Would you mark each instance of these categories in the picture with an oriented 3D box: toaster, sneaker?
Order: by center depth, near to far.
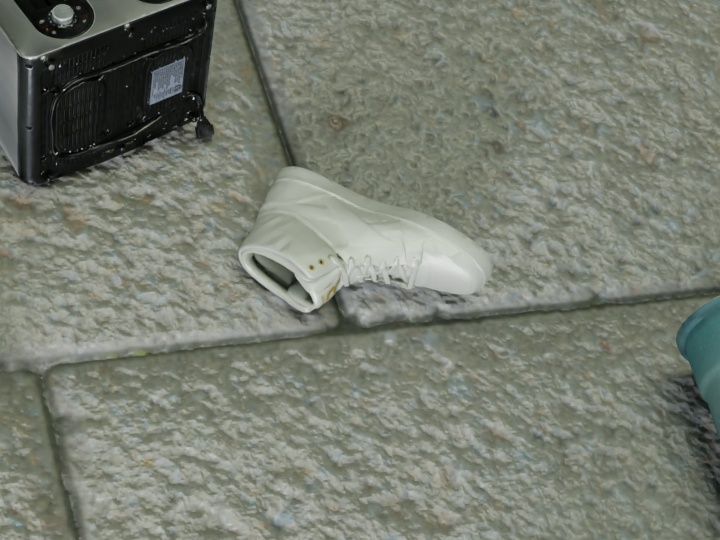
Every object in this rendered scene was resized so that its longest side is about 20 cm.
[{"bbox_3d":[-0.216,-0.175,1.558,0.181,0.200,0.119,-25,63,-24],"label":"toaster"},{"bbox_3d":[0.000,0.000,1.573,0.200,0.074,0.116,21,52,9],"label":"sneaker"}]

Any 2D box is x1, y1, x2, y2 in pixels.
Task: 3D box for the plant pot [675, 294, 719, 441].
[{"bbox_3d":[0.370,0.125,1.538,0.200,0.200,0.197,2,62,-18],"label":"plant pot"}]
